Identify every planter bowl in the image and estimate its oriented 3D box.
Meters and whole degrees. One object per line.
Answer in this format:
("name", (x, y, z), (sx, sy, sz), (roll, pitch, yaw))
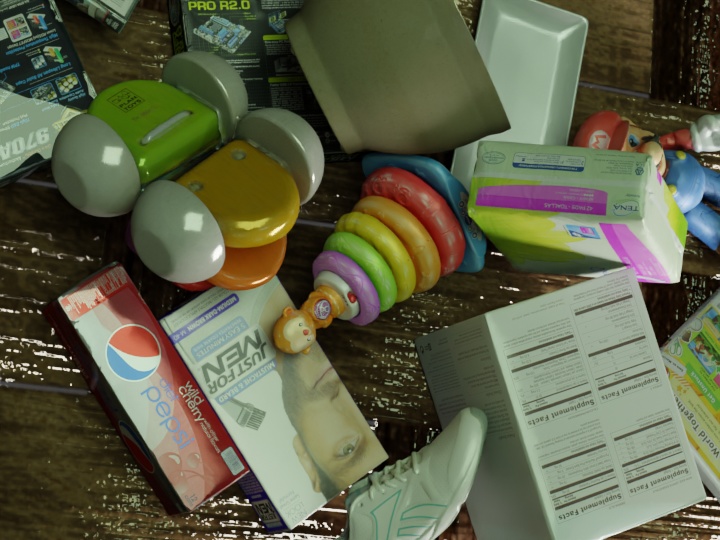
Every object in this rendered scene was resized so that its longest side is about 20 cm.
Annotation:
("planter bowl", (0.020, -0.176, 1.522), (0.134, 0.200, 0.202), (-26, 90, 5))

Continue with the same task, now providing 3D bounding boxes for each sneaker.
("sneaker", (0.034, 0.190, 1.525), (0.080, 0.070, 0.201), (32, 103, -4))

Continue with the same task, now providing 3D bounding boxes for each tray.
("tray", (0.139, -0.148, 1.683), (0.106, 0.022, 0.202), (16, 75, -18))

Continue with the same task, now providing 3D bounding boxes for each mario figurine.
("mario figurine", (0.279, -0.082, 1.676), (0.199, 0.106, 0.124), (23, 39, -23))

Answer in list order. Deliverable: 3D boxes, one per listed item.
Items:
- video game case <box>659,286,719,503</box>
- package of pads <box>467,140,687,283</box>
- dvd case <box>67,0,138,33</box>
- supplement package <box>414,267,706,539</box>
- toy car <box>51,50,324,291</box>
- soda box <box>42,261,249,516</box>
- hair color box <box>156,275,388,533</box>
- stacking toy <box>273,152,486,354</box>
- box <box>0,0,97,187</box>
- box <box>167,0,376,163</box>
("video game case", (0.365, 0.121, 1.721), (0.182, 0.023, 0.200), (-42, 97, -22))
("package of pads", (0.179, -0.044, 1.544), (0.153, 0.200, 0.069), (5, 76, 20))
("dvd case", (-0.255, -0.299, 1.538), (0.199, 0.022, 0.147), (31, 50, -12))
("supplement package", (0.165, 0.123, 1.576), (0.149, 0.152, 0.202), (-16, 87, -22))
("toy car", (-0.137, -0.062, 1.474), (0.199, 0.151, 0.175), (37, 53, 20))
("soda box", (-0.173, 0.095, 1.499), (0.063, 0.070, 0.201), (-32, 93, -21))
("hair color box", (-0.078, 0.102, 1.538), (0.109, 0.065, 0.201), (-34, 95, -23))
("stacking toy", (0.000, 0.000, 1.533), (0.200, 0.109, 0.117), (-41, 121, -29))
("box", (-0.320, -0.141, 1.499), (0.199, 0.046, 0.160), (-25, 90, -23))
("box", (-0.059, -0.173, 1.603), (0.198, 0.044, 0.162), (-5, 82, -21))
